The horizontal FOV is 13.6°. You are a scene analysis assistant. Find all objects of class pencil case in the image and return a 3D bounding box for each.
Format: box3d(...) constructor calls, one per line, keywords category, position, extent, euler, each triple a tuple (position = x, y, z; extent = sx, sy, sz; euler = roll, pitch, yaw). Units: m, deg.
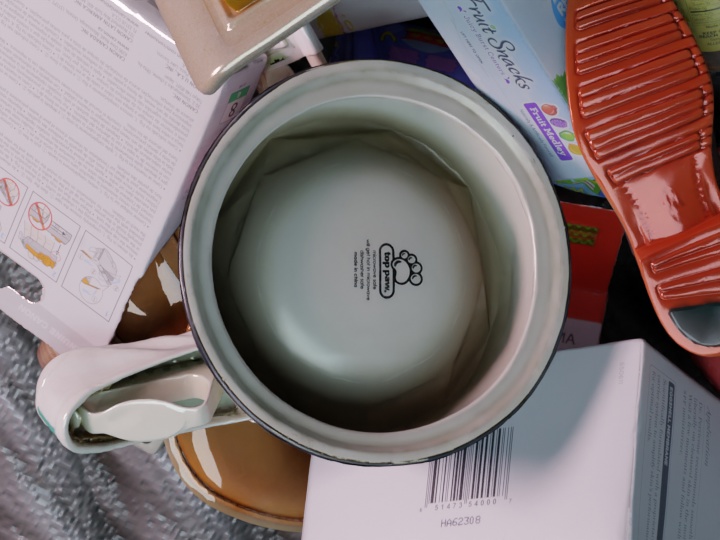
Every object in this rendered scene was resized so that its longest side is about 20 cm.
box3d(category="pencil case", position=(0.073, -0.084, 1.601), extent=(0.199, 0.087, 0.079), euler=(10, 98, -1))

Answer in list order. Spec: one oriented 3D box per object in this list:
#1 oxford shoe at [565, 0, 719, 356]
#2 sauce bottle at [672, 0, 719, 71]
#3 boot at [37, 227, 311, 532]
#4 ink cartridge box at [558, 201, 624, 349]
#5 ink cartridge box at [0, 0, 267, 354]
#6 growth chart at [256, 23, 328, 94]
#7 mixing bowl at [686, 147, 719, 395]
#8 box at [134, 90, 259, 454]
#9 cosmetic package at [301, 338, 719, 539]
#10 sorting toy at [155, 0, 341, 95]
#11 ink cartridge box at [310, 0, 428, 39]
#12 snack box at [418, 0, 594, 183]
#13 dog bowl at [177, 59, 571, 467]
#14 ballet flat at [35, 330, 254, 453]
box3d(category="oxford shoe", position=(0.144, -0.057, 1.485), extent=(0.071, 0.073, 0.201), euler=(-15, 96, 3))
box3d(category="sauce bottle", position=(0.157, -0.179, 1.452), extent=(0.064, 0.065, 0.200), euler=(-10, 142, 12))
box3d(category="boot", position=(-0.056, 0.039, 1.615), extent=(0.200, 0.077, 0.155), euler=(37, 114, -10))
box3d(category="ink cartridge box", position=(0.055, 0.036, 1.668), extent=(0.161, 0.050, 0.201), euler=(10, 141, 0))
box3d(category="ink cartridge box", position=(-0.152, -0.069, 1.567), extent=(0.161, 0.050, 0.201), euler=(36, 123, 17))
box3d(category="growth chart", position=(-0.101, -0.144, 1.555), extent=(0.199, 0.018, 0.145), euler=(3, 125, 47))
box3d(category="mixing bowl", position=(0.245, 0.016, 1.575), extent=(0.199, 0.109, 0.200), euler=(-2, 155, -1))
box3d(category="box", position=(-0.091, 0.000, 1.674), extent=(0.068, 0.082, 0.200), euler=(29, 121, -11))
box3d(category="cosmetic package", position=(0.106, 0.135, 1.598), extent=(0.198, 0.124, 0.200), euler=(-8, 152, 32))
box3d(category="sorting toy", position=(-0.034, -0.206, 1.402), extent=(0.200, 0.186, 0.036), euler=(-35, 149, 15))
box3d(category="ink cartridge box", position=(-0.032, -0.183, 1.562), extent=(0.199, 0.068, 0.117), euler=(-11, 120, 14))
box3d(category="snack box", position=(0.089, -0.162, 1.497), extent=(0.053, 0.143, 0.200), euler=(-4, 135, 39))
box3d(category="dog bowl", position=(0.000, 0.000, 1.497), extent=(0.199, 0.074, 0.202), euler=(2, 82, -15))
box3d(category="ballet flat", position=(-0.068, 0.058, 1.548), extent=(0.199, 0.070, 0.070), euler=(-13, 120, -3))
